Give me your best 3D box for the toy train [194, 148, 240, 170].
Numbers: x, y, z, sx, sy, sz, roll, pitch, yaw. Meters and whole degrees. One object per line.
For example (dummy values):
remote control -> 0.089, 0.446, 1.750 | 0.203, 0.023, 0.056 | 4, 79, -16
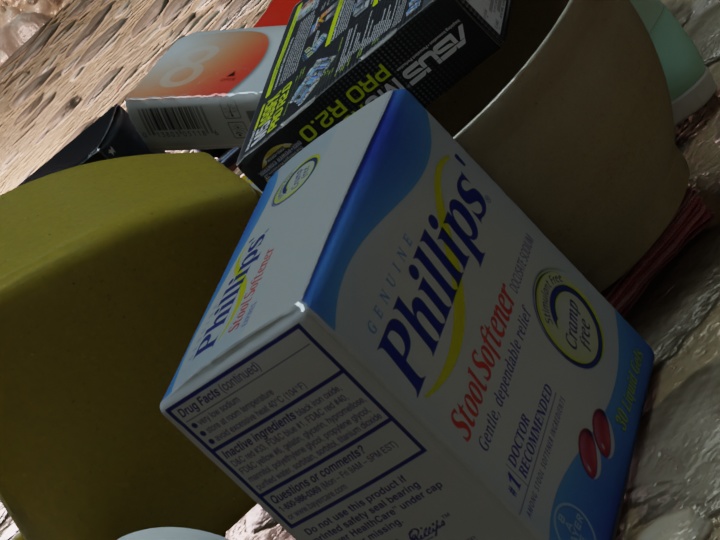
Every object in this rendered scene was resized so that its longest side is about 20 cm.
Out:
toy train -> -0.039, -0.140, 1.830 | 0.200, 0.114, 0.087 | -41, 9, 10

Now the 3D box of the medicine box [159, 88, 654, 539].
medicine box -> 0.029, 0.051, 1.121 | 0.103, 0.200, 0.183 | -32, 22, 34

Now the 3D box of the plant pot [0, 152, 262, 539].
plant pot -> -0.125, 0.042, 1.286 | 0.199, 0.196, 0.194 | -31, 19, -8

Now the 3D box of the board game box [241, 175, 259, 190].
board game box -> 0.036, -0.082, 1.493 | 0.200, 0.034, 0.134 | -33, 22, -35

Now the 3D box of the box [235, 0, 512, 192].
box -> 0.016, -0.135, 1.307 | 0.160, 0.044, 0.200 | -38, 19, 26

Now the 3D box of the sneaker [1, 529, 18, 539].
sneaker -> -0.244, 0.208, 1.568 | 0.070, 0.082, 0.200 | -27, 25, 44

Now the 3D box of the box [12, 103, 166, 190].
box -> -0.150, 0.011, 1.603 | 0.141, 0.200, 0.079 | -35, 19, 24

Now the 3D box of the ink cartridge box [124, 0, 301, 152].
ink cartridge box -> -0.040, -0.157, 1.574 | 0.161, 0.050, 0.200 | 0, 41, 35

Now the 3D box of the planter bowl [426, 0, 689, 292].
planter bowl -> 0.090, -0.061, 1.268 | 0.200, 0.135, 0.200 | -42, 17, 16

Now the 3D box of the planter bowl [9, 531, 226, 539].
planter bowl -> -0.139, 0.195, 1.342 | 0.200, 0.084, 0.201 | -30, 21, 13

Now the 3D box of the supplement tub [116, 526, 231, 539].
supplement tub -> -0.103, 0.231, 1.107 | 0.144, 0.144, 0.200 | -32, 22, 34

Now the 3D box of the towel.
towel -> 0.106, 0.009, 1.337 | 0.144, 0.023, 0.200 | -49, 18, -11

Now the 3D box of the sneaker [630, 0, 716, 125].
sneaker -> 0.095, -0.103, 1.385 | 0.200, 0.119, 0.074 | -33, 15, 1
